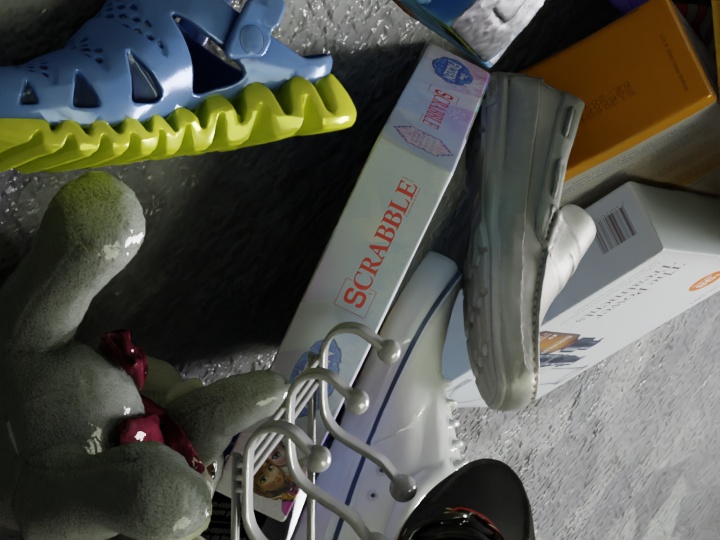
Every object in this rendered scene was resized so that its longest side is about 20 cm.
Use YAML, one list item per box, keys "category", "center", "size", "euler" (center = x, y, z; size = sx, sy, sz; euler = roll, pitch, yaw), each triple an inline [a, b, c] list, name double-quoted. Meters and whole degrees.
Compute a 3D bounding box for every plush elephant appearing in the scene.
- category: "plush elephant"
  center: [-0.106, 0.078, 0.956]
  size: [0.154, 0.165, 0.200]
  euler: [6, 145, -48]

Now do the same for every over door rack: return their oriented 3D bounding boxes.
- category: "over door rack"
  center: [-0.025, 0.139, 0.933]
  size: [0.148, 0.066, 0.201]
  euler: [-50, 154, -69]

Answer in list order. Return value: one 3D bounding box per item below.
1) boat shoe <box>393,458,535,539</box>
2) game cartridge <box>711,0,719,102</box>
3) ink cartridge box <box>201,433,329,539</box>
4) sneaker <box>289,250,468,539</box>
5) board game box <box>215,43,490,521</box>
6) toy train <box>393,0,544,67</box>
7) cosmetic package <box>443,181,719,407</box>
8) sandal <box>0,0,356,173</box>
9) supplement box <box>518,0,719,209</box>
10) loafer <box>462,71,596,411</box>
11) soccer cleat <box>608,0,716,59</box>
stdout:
- category: "boat shoe"
  center: [0.047, 0.141, 0.942]
  size: [0.063, 0.073, 0.202]
  euler: [-64, 177, 30]
- category: "game cartridge"
  center: [0.248, -0.082, 1.248]
  size: [0.200, 0.032, 0.178]
  euler: [1, 84, -70]
- category: "ink cartridge box"
  center: [-0.088, 0.150, 1.076]
  size: [0.201, 0.094, 0.037]
  euler: [-64, 141, -41]
- category: "sneaker"
  center: [0.022, 0.087, 1.085]
  size: [0.073, 0.070, 0.201]
  euler: [119, -5, -68]
- category: "board game box"
  center: [0.000, 0.000, 1.072]
  size: [0.200, 0.041, 0.201]
  euler: [-65, 180, -69]
- category: "toy train"
  center: [0.014, -0.166, 0.906]
  size: [0.087, 0.114, 0.200]
  euler: [-55, 155, 0]
- category: "cosmetic package"
  center: [0.132, 0.020, 1.296]
  size: [0.200, 0.052, 0.150]
  euler: [-34, 162, 28]
- category: "sandal"
  center: [-0.092, -0.089, 0.888]
  size: [0.199, 0.079, 0.088]
  euler: [-13, 97, -44]
- category: "supplement box"
  center: [0.167, -0.080, 1.268]
  size: [0.126, 0.074, 0.200]
  euler: [-28, 159, 14]
- category: "loafer"
  center: [0.092, -0.018, 1.118]
  size: [0.070, 0.069, 0.201]
  euler: [109, -13, -62]
- category: "soccer cleat"
  center: [0.198, -0.154, 1.289]
  size: [0.200, 0.068, 0.074]
  euler: [-9, 125, -61]
